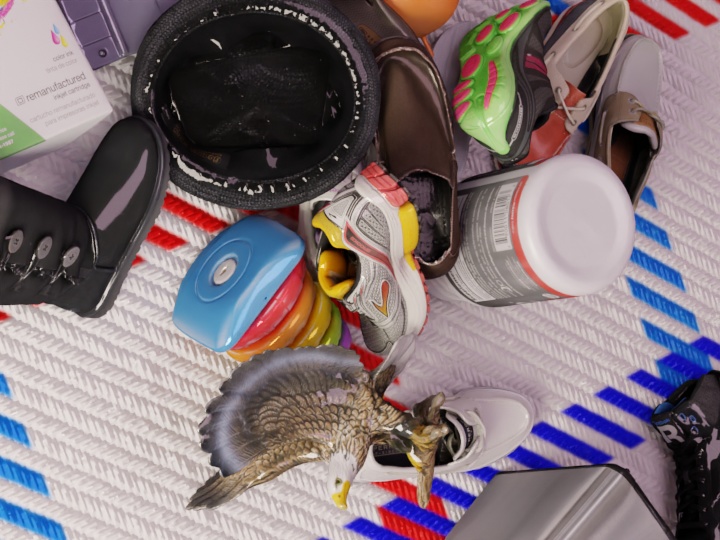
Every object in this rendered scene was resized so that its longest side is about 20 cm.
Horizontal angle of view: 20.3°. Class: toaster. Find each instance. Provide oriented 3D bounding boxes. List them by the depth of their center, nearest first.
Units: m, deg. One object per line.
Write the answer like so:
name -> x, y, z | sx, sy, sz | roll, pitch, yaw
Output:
toaster -> 0.192, 0.265, 1.706 | 0.119, 0.199, 0.181 | -43, 107, -31

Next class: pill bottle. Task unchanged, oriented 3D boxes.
pill bottle -> 0.130, -0.029, 1.694 | 0.115, 0.200, 0.117 | 3, 83, -30

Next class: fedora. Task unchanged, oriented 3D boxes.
fedora -> -0.085, -0.145, 1.622 | 0.199, 0.092, 0.202 | -1, 102, -4

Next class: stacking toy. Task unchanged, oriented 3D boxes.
stacking toy -> -0.047, 0.055, 1.650 | 0.200, 0.110, 0.116 | 41, 82, -32

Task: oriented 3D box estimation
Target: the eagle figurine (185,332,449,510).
eagle figurine -> -0.033, 0.128, 1.580 | 0.198, 0.151, 0.153 | 5, 103, -3

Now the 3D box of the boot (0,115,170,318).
boot -> -0.232, -0.051, 1.490 | 0.200, 0.065, 0.166 | 15, 92, -61

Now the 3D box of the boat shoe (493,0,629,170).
boat shoe -> 0.184, -0.164, 1.820 | 0.071, 0.062, 0.201 | 37, 69, -24

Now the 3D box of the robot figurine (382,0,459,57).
robot figurine -> 0.027, -0.284, 1.709 | 0.116, 0.144, 0.202 | -2, 86, 9

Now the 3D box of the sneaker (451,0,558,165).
sneaker -> 0.128, -0.161, 1.717 | 0.084, 0.076, 0.201 | 54, 36, -27

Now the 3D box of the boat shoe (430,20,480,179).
boat shoe -> 0.067, -0.135, 1.746 | 0.072, 0.071, 0.201 | 32, 50, -11

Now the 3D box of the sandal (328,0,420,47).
sandal -> -0.031, -0.214, 1.638 | 0.200, 0.082, 0.055 | 45, 24, -12

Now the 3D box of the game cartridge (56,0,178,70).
game cartridge -> -0.167, -0.253, 1.639 | 0.199, 0.038, 0.131 | -27, 103, -30

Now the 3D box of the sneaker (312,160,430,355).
sneaker -> 0.000, 0.000, 1.594 | 0.082, 0.078, 0.201 | -33, 143, -17

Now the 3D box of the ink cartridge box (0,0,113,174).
ink cartridge box -> -0.300, -0.171, 1.494 | 0.144, 0.084, 0.201 | -28, 90, -40

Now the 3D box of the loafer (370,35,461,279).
loafer -> 0.050, -0.091, 1.624 | 0.072, 0.071, 0.202 | -13, 96, -5

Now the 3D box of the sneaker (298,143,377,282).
sneaker -> -0.011, -0.084, 1.671 | 0.074, 0.100, 0.202 | 4, 81, 2

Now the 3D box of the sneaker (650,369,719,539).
sneaker -> 0.303, 0.186, 1.857 | 0.112, 0.073, 0.201 | 35, 61, -20

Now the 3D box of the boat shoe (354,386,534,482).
boat shoe -> 0.075, 0.140, 1.724 | 0.199, 0.066, 0.073 | -5, 87, -30

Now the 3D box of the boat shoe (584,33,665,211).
boat shoe -> 0.248, -0.126, 1.849 | 0.074, 0.068, 0.202 | 22, 75, -27
